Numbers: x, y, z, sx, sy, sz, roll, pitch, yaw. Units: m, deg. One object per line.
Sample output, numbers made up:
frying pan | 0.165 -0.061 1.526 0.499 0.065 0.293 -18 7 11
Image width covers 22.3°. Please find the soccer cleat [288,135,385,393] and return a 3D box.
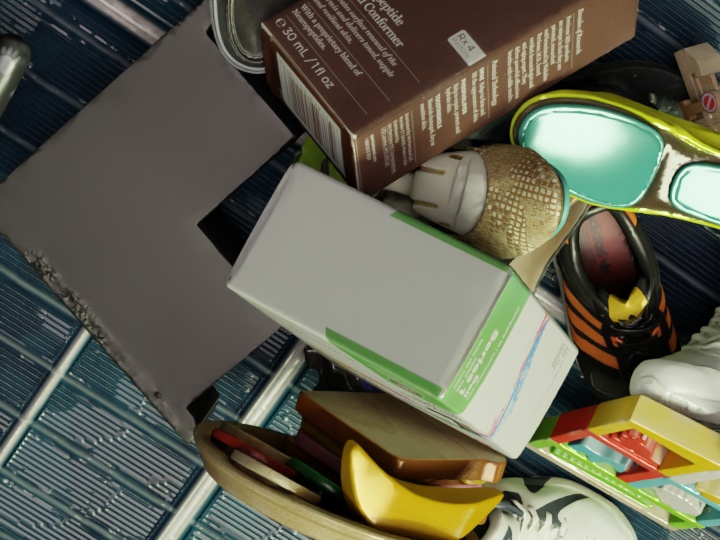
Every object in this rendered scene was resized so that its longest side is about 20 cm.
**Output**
soccer cleat | 0.000 0.000 1.211 0.084 0.065 0.201 -15 104 -29

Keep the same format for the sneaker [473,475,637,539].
sneaker | 0.099 0.182 1.221 0.199 0.130 0.080 25 104 -10

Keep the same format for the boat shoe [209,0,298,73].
boat shoe | -0.041 -0.206 1.038 0.068 0.057 0.200 16 106 -7

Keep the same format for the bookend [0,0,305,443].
bookend | -0.095 -0.037 1.150 0.200 0.092 0.199 -41 94 11

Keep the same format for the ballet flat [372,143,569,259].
ballet flat | 0.049 -0.045 1.090 0.065 0.200 0.071 7 90 -25

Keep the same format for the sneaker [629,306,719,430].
sneaker | 0.242 0.053 1.194 0.200 0.078 0.100 2 89 -48

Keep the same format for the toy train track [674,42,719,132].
toy train track | 0.251 -0.051 1.166 0.115 0.033 0.200 -19 89 -36

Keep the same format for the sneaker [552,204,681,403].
sneaker | 0.170 0.031 1.202 0.070 0.090 0.200 -20 106 3

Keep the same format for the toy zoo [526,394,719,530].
toy zoo | 0.200 0.126 1.183 0.131 0.200 0.020 30 72 -10

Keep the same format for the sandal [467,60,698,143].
sandal | 0.132 -0.095 1.160 0.200 0.048 0.075 2 129 -23

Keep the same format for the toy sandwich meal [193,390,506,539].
toy sandwich meal | -0.002 0.114 1.100 0.205 0.205 0.070 21 95 -8

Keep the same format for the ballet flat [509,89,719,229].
ballet flat | 0.178 -0.068 1.104 0.200 0.067 0.067 16 118 -13

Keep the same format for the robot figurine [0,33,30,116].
robot figurine | -0.295 -0.149 1.114 0.150 0.125 0.200 36 105 32

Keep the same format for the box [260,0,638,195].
box | 0.053 -0.138 1.052 0.200 0.075 0.100 -32 64 -14

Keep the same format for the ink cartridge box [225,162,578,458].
ink cartridge box | 0.031 0.029 1.062 0.145 0.200 0.084 27 84 22

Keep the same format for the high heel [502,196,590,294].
high heel | 0.107 0.023 1.172 0.071 0.142 0.200 -25 106 -40
